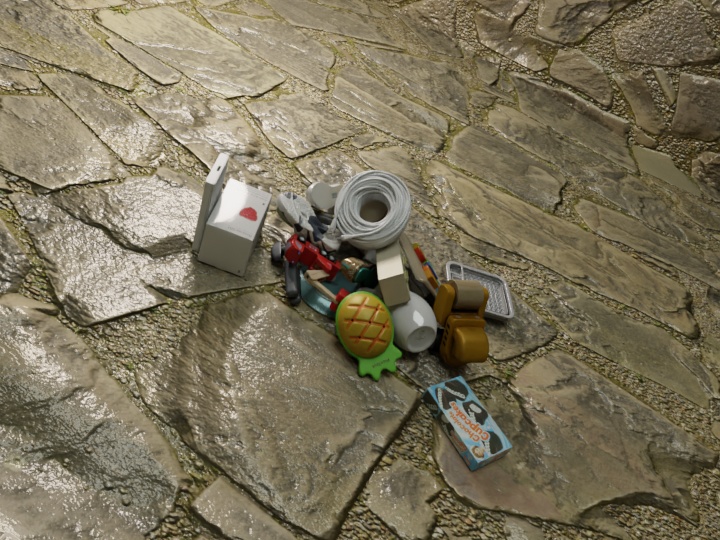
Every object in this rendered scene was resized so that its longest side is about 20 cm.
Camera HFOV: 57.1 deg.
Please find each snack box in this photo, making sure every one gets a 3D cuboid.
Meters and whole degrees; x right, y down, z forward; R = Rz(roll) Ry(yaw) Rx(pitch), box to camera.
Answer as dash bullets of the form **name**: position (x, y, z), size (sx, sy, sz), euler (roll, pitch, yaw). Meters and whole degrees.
- **snack box**: position (0.237, 0.337, 1.481), size (0.114, 0.038, 0.201), euler (-10, 51, -36)

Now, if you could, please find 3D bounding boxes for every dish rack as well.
- **dish rack**: position (0.323, 0.064, 1.835), size (0.195, 0.044, 0.174), euler (16, 38, -12)

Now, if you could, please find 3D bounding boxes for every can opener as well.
- **can opener**: position (-0.185, 0.002, 1.636), size (0.065, 0.054, 0.203), euler (-14, 44, 4)

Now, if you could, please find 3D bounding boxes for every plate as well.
- **plate**: position (-0.066, 0.040, 1.665), size (0.195, 0.026, 0.203), euler (15, 40, -13)

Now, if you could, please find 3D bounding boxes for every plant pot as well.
- **plant pot**: position (0.020, -0.162, 1.795), size (0.133, 0.203, 0.200), euler (36, 39, 12)

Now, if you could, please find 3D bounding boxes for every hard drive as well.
- **hard drive**: position (-0.361, -0.162, 1.590), size (0.026, 0.203, 0.133), euler (18, 38, -8)

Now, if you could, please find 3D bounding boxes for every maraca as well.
- **maraca**: position (0.019, 0.147, 1.516), size (0.134, 0.107, 0.204), euler (-22, 84, -14)

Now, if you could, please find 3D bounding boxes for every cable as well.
- **cable**: position (0.031, -0.149, 1.652), size (0.194, 0.069, 0.205), euler (6, 69, 12)

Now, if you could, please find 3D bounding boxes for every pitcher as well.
- **pitcher**: position (0.086, 0.104, 1.608), size (0.167, 0.124, 0.201), euler (-3, 36, -23)

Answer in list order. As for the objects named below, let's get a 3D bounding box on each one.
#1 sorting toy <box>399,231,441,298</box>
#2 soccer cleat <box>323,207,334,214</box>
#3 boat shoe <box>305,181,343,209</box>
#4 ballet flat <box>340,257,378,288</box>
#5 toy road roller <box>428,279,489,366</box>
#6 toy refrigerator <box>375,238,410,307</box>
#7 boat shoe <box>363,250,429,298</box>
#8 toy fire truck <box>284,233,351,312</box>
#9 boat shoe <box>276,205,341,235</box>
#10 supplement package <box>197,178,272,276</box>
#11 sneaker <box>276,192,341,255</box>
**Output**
- **sorting toy**: position (0.177, 0.004, 1.749), size (0.200, 0.036, 0.188), euler (45, 18, -46)
- **soccer cleat**: position (-0.079, -0.145, 1.841), size (0.077, 0.070, 0.199), euler (42, 48, 13)
- **boat shoe**: position (-0.106, -0.201, 1.751), size (0.067, 0.074, 0.200), euler (-4, 12, 22)
- **ballet flat**: position (0.000, 0.000, 1.649), size (0.065, 0.071, 0.200), euler (36, 1, 18)
- **toy road roller**: position (0.251, 0.135, 1.592), size (0.120, 0.205, 0.146), euler (3, 20, -25)
- **toy refrigerator**: position (0.080, -0.002, 1.609), size (0.068, 0.077, 0.201), euler (-15, 27, 6)
- **boat shoe**: position (0.091, 0.015, 1.755), size (0.199, 0.074, 0.067), euler (42, 73, 8)
- **toy fire truck**: position (-0.101, 0.008, 1.594), size (0.198, 0.049, 0.142), euler (33, 28, -15)
- **boat shoe**: position (-0.124, -0.134, 1.738), size (0.197, 0.072, 0.061), euler (26, 54, 8)
- **supplement package**: position (-0.305, -0.108, 1.624), size (0.118, 0.121, 0.202), euler (20, 39, -7)
- **sneaker**: position (-0.153, -0.098, 1.679), size (0.197, 0.129, 0.081), euler (36, 47, -15)
